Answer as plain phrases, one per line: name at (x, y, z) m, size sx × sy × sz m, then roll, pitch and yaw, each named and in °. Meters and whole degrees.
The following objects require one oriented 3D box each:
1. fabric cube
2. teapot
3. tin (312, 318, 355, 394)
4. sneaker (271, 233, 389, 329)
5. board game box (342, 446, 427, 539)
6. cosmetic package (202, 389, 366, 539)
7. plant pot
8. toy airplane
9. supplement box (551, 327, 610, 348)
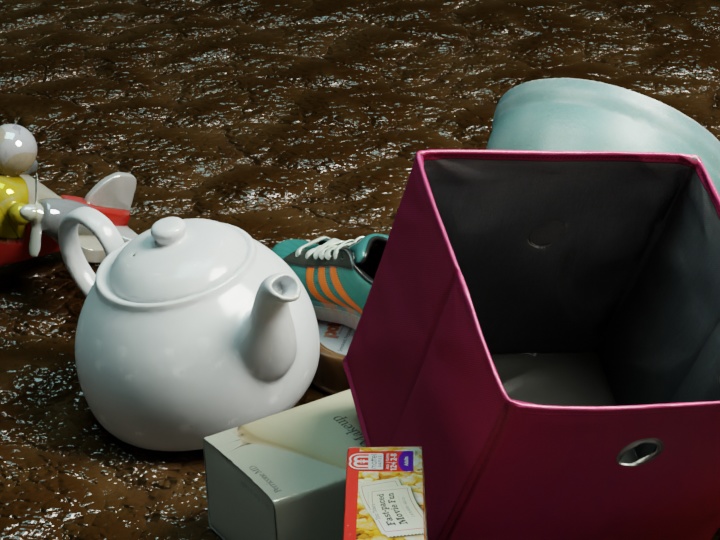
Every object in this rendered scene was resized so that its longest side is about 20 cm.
fabric cube at (0.119, 0.065, 1.130) m, size 0.195 × 0.200 × 0.201 m, roll 0°, pitch 48°, yaw -20°
teapot at (-0.131, 0.027, 1.369) m, size 0.199 × 0.147 × 0.198 m, roll -11°, pitch 29°, yaw 5°
tin at (0.054, 0.061, 1.434) m, size 0.199 × 0.042 × 0.112 m, roll 4°, pitch 24°, yaw 13°
sneaker at (0.000, 0.000, 1.428) m, size 0.071 × 0.080 × 0.199 m, roll -26°, pitch 35°, yaw -37°
board game box at (0.015, 0.210, 0.990) m, size 0.046 × 0.152 × 0.200 m, roll -1°, pitch 24°, yaw 2°
cosmetic package at (0.005, 0.134, 1.246) m, size 0.199 × 0.073 × 0.103 m, roll -16°, pitch 28°, yaw -29°
plant pot at (0.176, -0.036, 1.420) m, size 0.199 × 0.200 × 0.135 m, roll 12°, pitch 66°, yaw 27°
toy airplane at (-0.284, -0.061, 1.603) m, size 0.199 × 0.142 × 0.199 m, roll 4°, pitch 25°, yaw 14°
supplement box at (0.137, 0.020, 1.305) m, size 0.199 × 0.069 × 0.067 m, roll -9°, pitch 8°, yaw 2°
